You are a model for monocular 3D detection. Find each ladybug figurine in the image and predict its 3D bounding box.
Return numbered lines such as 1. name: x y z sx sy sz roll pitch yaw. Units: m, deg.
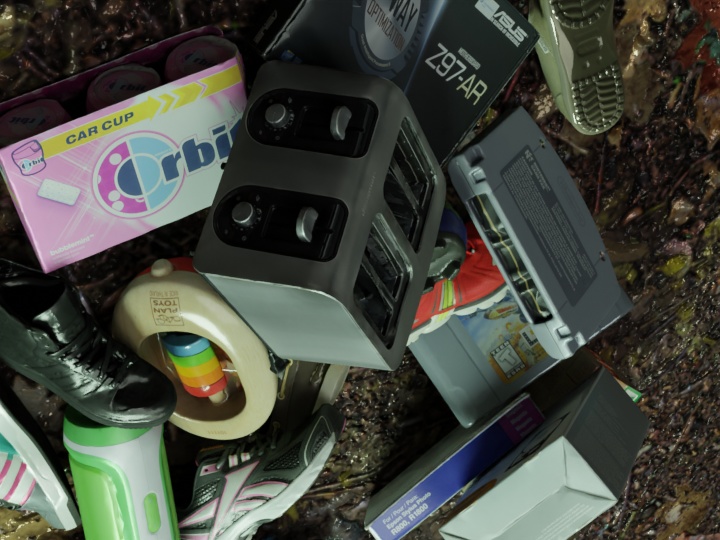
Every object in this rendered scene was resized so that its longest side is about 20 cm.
1. ladybug figurine: -0.134 0.059 1.080 0.134 0.072 0.201 1 135 13

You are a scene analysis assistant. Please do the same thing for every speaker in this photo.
1. speaker: -0.198 0.201 1.095 0.088 0.088 0.202 -15 116 -20

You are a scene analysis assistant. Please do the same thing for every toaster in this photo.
1. toaster: -0.024 -0.030 0.982 0.200 0.118 0.182 56 46 -58

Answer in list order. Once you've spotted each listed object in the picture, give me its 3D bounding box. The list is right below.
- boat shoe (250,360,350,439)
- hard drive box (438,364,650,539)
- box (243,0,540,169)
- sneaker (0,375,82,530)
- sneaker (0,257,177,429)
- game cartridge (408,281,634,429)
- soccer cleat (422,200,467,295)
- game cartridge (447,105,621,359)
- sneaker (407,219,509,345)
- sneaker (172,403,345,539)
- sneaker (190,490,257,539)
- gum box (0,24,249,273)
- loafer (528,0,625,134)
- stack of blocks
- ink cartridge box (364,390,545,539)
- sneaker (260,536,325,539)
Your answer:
1. boat shoe: -0.067 0.147 1.204 0.059 0.072 0.201 25 124 5
2. hard drive box: 0.176 0.190 1.202 0.156 0.077 0.200 -42 176 24
3. box: 0.029 -0.185 1.029 0.200 0.044 0.161 36 94 -36
4. sneaker: -0.317 0.171 1.061 0.120 0.084 0.201 -29 132 -8
5. sneaker: -0.230 0.051 0.992 0.198 0.060 0.104 26 147 1
6. game cartridge: 0.141 0.038 1.213 0.199 0.042 0.134 -36 91 -4
7. soccer cleat: 0.001 0.000 1.105 0.199 0.084 0.065 -23 126 17
8. game cartridge: 0.158 -0.038 1.137 0.133 0.040 0.201 -40 104 -46
9. sneaker: 0.070 0.003 1.150 0.199 0.077 0.085 -35 149 -4
10. sneaker: -0.102 0.181 1.135 0.200 0.080 0.086 -43 94 10
11. sneaker: -0.194 0.246 1.205 0.199 0.077 0.080 -27 111 -18
12. gum box: -0.171 -0.095 0.977 0.199 0.066 0.114 -24 131 -15
13. loafer: 0.175 -0.216 1.097 0.075 0.068 0.202 -17 112 -21
14. stack of blocks: 0.208 0.182 1.385 0.115 0.059 0.201 28 104 -40
15. ink cartridge box: 0.090 0.190 1.253 0.196 0.200 0.043 -39 88 0
16. sneaker: -0.111 0.291 1.260 0.199 0.066 0.079 6 125 -45
